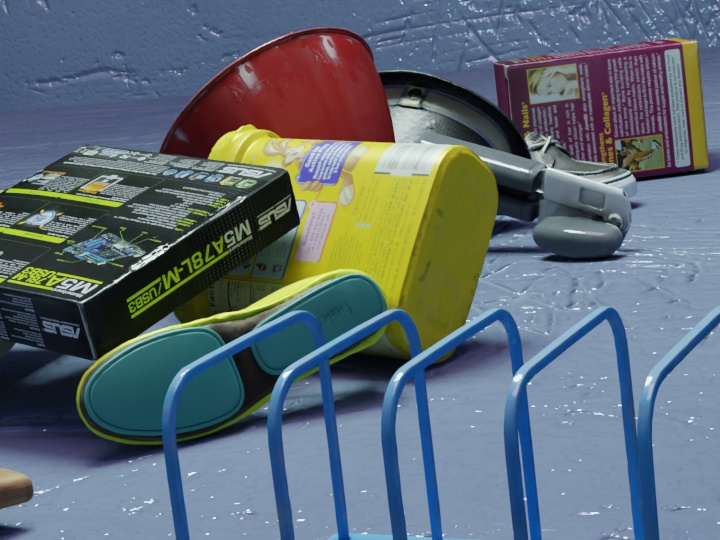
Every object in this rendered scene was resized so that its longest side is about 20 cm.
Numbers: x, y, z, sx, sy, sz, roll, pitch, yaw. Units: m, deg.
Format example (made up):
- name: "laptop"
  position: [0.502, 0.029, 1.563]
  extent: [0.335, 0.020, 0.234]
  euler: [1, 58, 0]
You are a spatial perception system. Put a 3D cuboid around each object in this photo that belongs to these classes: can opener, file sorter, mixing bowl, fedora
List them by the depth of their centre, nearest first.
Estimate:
- name: "file sorter"
  position: [0.041, 0.084, 0.660]
  extent: [0.198, 0.124, 0.139]
  euler: [-2, 11, 27]
- name: "mixing bowl"
  position: [-0.046, -0.079, 1.342]
  extent: [0.199, 0.109, 0.201]
  euler: [-29, -25, -15]
- name: "can opener"
  position: [0.125, -0.060, 1.416]
  extent: [0.199, 0.054, 0.067]
  euler: [18, 34, 24]
- name: "fedora"
  position: [0.049, -0.085, 1.547]
  extent: [0.199, 0.201, 0.092]
  euler: [-1, 48, 30]

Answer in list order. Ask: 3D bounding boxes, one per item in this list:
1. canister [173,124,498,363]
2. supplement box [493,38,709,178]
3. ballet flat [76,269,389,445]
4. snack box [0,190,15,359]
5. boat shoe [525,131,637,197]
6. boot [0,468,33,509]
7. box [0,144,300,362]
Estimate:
- name: "canister"
  position: [-0.018, -0.017, 1.163]
  extent: [0.199, 0.150, 0.086]
  euler: [6, -19, 38]
- name: "supplement box"
  position: [0.242, -0.158, 1.762]
  extent: [0.198, 0.132, 0.103]
  euler: [-6, 9, -1]
- name: "ballet flat"
  position: [-0.075, 0.055, 1.034]
  extent: [0.199, 0.067, 0.067]
  euler: [-22, -3, -18]
- name: "snack box"
  position: [-0.312, 0.014, 1.222]
  extent: [0.167, 0.068, 0.200]
  euler: [2, 32, 21]
- name: "boat shoe"
  position: [0.162, -0.093, 1.625]
  extent: [0.198, 0.072, 0.072]
  euler: [1, 13, 32]
- name: "boot"
  position: [-0.235, 0.132, 0.813]
  extent: [0.187, 0.069, 0.199]
  euler: [-8, 0, 41]
- name: "box"
  position: [-0.172, -0.018, 1.116]
  extent: [0.199, 0.048, 0.193]
  euler: [9, 34, 38]
